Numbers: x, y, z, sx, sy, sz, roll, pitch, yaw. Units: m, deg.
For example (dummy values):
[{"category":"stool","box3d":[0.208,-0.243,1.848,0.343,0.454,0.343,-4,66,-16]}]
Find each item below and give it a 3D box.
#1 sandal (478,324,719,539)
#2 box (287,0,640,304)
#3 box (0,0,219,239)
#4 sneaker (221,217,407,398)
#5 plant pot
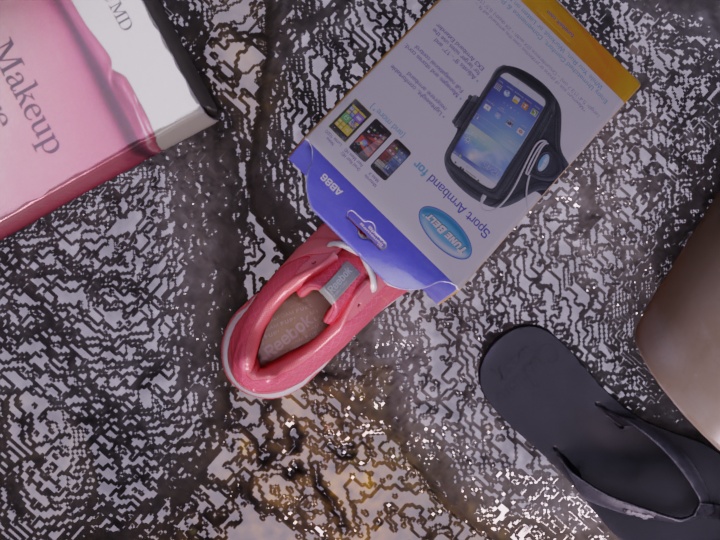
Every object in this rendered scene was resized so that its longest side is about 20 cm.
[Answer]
[{"category":"sandal","box3d":[0.151,0.111,1.070,0.200,0.043,0.076,36,92,-2]},{"category":"box","box3d":[0.053,-0.077,1.025,0.119,0.041,0.200,44,68,-2]},{"category":"box","box3d":[-0.197,-0.095,1.026,0.199,0.109,0.128,-29,92,1]},{"category":"sneaker","box3d":[0.000,0.000,1.042,0.074,0.087,0.200,42,91,-2]},{"category":"plant pot","box3d":[0.253,0.018,1.008,0.200,0.200,0.174,43,108,-2]}]
